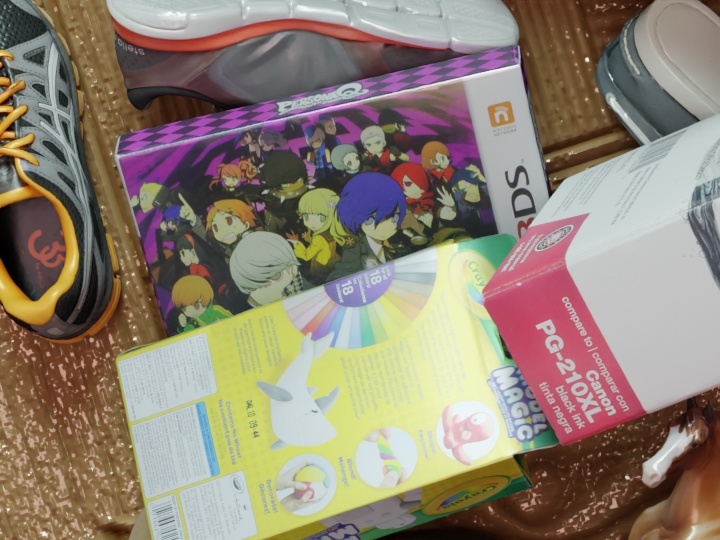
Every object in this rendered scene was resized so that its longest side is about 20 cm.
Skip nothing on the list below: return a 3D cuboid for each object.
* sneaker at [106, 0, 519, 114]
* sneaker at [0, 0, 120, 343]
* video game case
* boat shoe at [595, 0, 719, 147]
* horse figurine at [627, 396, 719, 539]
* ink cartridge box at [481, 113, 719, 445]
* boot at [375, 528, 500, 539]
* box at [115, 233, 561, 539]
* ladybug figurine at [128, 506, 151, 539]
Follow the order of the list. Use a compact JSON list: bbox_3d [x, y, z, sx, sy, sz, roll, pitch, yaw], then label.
[{"bbox_3d":[-0.024,-0.107,1.276,0.199,0.077,0.082,3,127,-2],"label":"sneaker"},{"bbox_3d":[-0.171,-0.060,1.277,0.078,0.077,0.201,-22,92,8],"label":"sneaker"},{"bbox_3d":[0.000,0.000,1.264,0.199,0.036,0.182,-12,112,5],"label":"video game case"},{"bbox_3d":[0.191,-0.044,1.267,0.200,0.073,0.062,48,140,-7],"label":"boat shoe"},{"bbox_3d":[0.163,0.158,1.185,0.200,0.050,0.133,43,84,-26],"label":"horse figurine"},{"bbox_3d":[0.173,-0.017,1.153,0.199,0.145,0.085,-23,103,28],"label":"ink cartridge box"},{"bbox_3d":[0.069,0.213,1.292,0.199,0.077,0.156,8,100,-3],"label":"boot"},{"bbox_3d":[-0.006,0.065,1.211,0.199,0.048,0.118,-19,62,10],"label":"box"},{"bbox_3d":[-0.055,0.199,1.279,0.135,0.072,0.201,-2,99,49],"label":"ladybug figurine"}]
